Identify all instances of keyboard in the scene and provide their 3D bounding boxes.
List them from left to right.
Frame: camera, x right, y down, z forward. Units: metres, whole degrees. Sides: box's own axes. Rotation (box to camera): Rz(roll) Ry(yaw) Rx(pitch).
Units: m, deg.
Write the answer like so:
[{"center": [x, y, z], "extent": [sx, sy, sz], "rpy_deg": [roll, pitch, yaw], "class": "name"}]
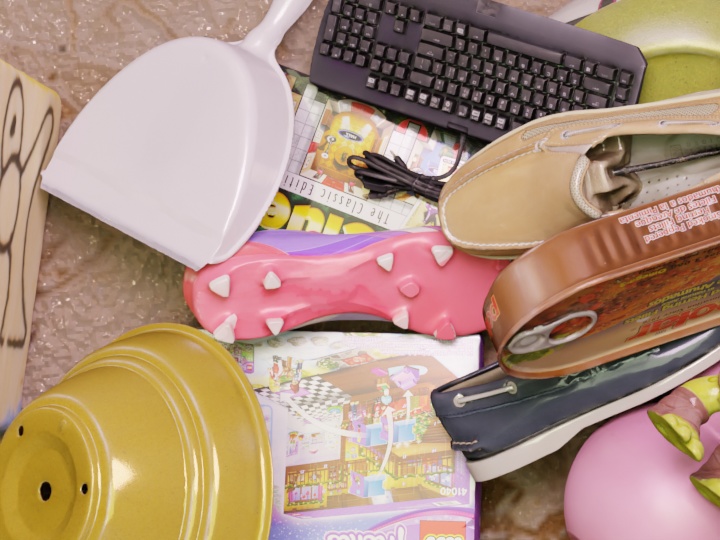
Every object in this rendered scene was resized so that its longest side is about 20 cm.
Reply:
[{"center": [0.057, -0.086, 1.643], "extent": [0.199, 0.021, 0.128], "rpy_deg": [19, 106, 28], "class": "keyboard"}]

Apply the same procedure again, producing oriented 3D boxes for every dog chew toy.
[{"center": [0.206, 0.098, 1.623], "extent": [0.200, 0.125, 0.125], "rpy_deg": [-43, 83, -6], "class": "dog chew toy"}]

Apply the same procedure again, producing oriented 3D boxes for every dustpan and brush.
[{"center": [-0.075, -0.104, 1.673], "extent": [0.139, 0.057, 0.201], "rpy_deg": [27, 88, 33], "class": "dustpan and brush"}]

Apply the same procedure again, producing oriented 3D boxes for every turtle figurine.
[{"center": [0.221, 0.039, 1.524], "extent": [0.161, 0.200, 0.064], "rpy_deg": [-41, 49, -7], "class": "turtle figurine"}]

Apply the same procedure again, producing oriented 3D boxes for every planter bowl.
[{"center": [-0.144, 0.123, 1.623], "extent": [0.200, 0.083, 0.202], "rpy_deg": [-12, 73, 43], "class": "planter bowl"}]

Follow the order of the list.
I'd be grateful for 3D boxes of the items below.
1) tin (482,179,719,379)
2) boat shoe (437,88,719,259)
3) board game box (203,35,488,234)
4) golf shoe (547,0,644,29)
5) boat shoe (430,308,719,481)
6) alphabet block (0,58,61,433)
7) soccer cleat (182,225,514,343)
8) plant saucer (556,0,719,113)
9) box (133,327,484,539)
[{"center": [0.157, 0.000, 1.534], "extent": [0.199, 0.112, 0.042], "rpy_deg": [-18, 62, -11], "class": "tin"}, {"center": [0.121, -0.050, 1.558], "extent": [0.199, 0.076, 0.072], "rpy_deg": [-20, 95, 27], "class": "boat shoe"}, {"center": [-0.016, -0.051, 1.704], "extent": [0.199, 0.023, 0.105], "rpy_deg": [20, 91, 8], "class": "board game box"}, {"center": [0.182, -0.160, 1.674], "extent": [0.199, 0.077, 0.089], "rpy_deg": [-21, 52, 14], "class": "golf shoe"}, {"center": [0.132, 0.041, 1.622], "extent": [0.199, 0.075, 0.062], "rpy_deg": [-29, 100, 13], "class": "boat shoe"}, {"center": [-0.286, -0.022, 1.649], "extent": [0.195, 0.195, 0.202], "rpy_deg": [8, 86, 5], "class": "alphabet block"}, {"center": [0.000, 0.000, 1.660], "extent": [0.198, 0.077, 0.067], "rpy_deg": [-5, 118, -7], "class": "soccer cleat"}, {"center": [0.178, -0.053, 1.639], "extent": [0.198, 0.031, 0.201], "rpy_deg": [3, 110, 8], "class": "plant saucer"}, {"center": [-0.031, 0.103, 1.686], "extent": [0.198, 0.039, 0.138], "rpy_deg": [2, 85, 6], "class": "box"}]
